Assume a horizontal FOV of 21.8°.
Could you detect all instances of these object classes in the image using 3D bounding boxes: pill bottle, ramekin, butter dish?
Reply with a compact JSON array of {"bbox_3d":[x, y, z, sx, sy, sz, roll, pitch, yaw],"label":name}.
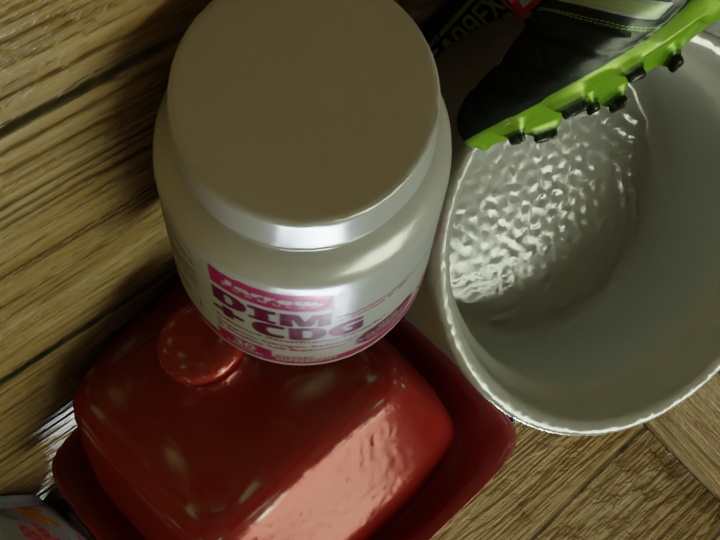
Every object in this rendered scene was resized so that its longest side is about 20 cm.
[{"bbox_3d":[-0.023,-0.036,0.733,0.113,0.113,0.200,-42,170,-11],"label":"pill bottle"},{"bbox_3d":[0.101,-0.031,0.904,0.200,0.201,0.098,-43,-148,-9],"label":"ramekin"},{"bbox_3d":[-0.059,0.067,0.938,0.200,0.199,0.148,-41,144,-10],"label":"butter dish"}]

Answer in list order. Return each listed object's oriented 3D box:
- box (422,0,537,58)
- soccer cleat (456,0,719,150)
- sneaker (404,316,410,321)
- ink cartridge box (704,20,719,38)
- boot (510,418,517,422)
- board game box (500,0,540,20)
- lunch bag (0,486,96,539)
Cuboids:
[{"bbox_3d":[0.073,-0.113,1.033,0.160,0.044,0.200,-47,171,15],"label":"box"},{"bbox_3d":[0.113,-0.123,0.764,0.200,0.081,0.067,-36,169,24],"label":"soccer cleat"},{"bbox_3d":[0.013,0.078,1.150,0.200,0.080,0.131,-23,150,-51],"label":"sneaker"},{"bbox_3d":[0.211,-0.174,0.942,0.200,0.084,0.146,102,-1,-57],"label":"ink cartridge box"},{"bbox_3d":[0.031,0.070,1.294,0.198,0.162,0.073,-41,169,-20],"label":"boot"},{"bbox_3d":[0.094,-0.188,0.772,0.152,0.046,0.200,-45,171,7],"label":"board game box"},{"bbox_3d":[-0.164,0.214,1.065,0.127,0.170,0.200,-47,168,0],"label":"lunch bag"}]
